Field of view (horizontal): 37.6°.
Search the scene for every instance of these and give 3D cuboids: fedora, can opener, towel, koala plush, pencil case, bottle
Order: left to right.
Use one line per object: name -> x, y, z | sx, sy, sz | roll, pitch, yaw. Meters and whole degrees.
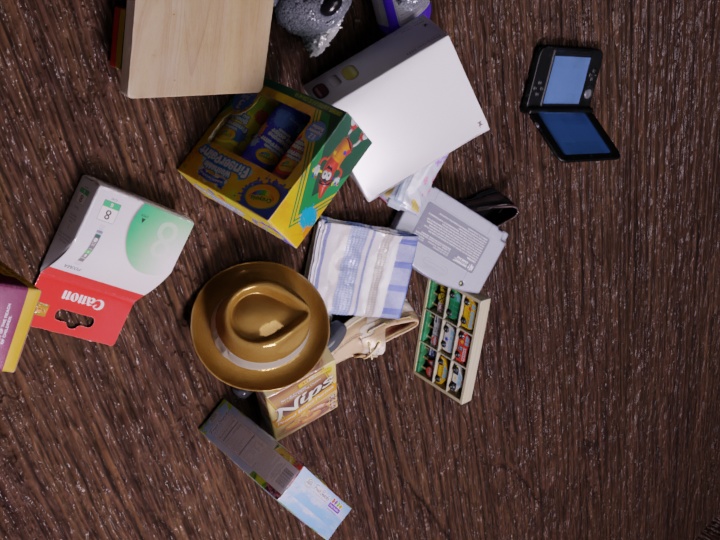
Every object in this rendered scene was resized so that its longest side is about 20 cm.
fedora -> -0.133, 0.069, 1.459 | 0.200, 0.201, 0.082 | -42, 178, -22
can opener -> -0.107, 0.129, 1.612 | 0.199, 0.067, 0.054 | -37, 137, -26
koala plush -> -0.036, -0.378, 1.347 | 0.200, 0.184, 0.177 | -46, 131, 13
towel -> 0.000, 0.000, 1.644 | 0.198, 0.024, 0.149 | 8, 99, -36
bottle -> 0.060, -0.374, 1.499 | 0.083, 0.065, 0.201 | -44, 138, -24
pencil case -> 0.097, -0.185, 1.630 | 0.082, 0.091, 0.202 | 26, 95, -12

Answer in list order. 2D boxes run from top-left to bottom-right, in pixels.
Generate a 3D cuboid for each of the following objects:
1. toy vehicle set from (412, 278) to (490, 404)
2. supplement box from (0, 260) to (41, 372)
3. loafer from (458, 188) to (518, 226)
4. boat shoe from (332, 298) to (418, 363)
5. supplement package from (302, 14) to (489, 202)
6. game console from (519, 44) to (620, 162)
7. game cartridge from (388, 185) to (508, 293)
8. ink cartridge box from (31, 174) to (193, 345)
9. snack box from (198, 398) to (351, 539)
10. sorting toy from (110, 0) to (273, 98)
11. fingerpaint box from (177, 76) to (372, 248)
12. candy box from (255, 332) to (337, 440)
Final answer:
toy vehicle set -> 0.157, 0.116, 1.846 | 0.026, 0.124, 0.202 | -15, 122, -41
supplement box -> -0.466, 0.031, 1.120 | 0.199, 0.130, 0.104 | 12, 102, -50
loafer -> 0.191, -0.084, 1.813 | 0.199, 0.063, 0.073 | -29, 131, -33
boat shoe -> 0.017, 0.106, 1.719 | 0.199, 0.069, 0.074 | -32, 160, -31
supplement package -> 0.049, -0.225, 1.456 | 0.199, 0.111, 0.157 | -31, 122, 0
game console -> 0.387, -0.294, 1.860 | 0.199, 0.116, 0.178 | -8, 118, -45
game cartridge -> 0.138, -0.049, 1.742 | 0.199, 0.041, 0.134 | 30, 86, -25
ink cartridge box -> -0.317, -0.001, 1.327 | 0.160, 0.050, 0.202 | 22, 93, -51
snack box -> -0.128, 0.298, 1.586 | 0.068, 0.199, 0.169 | -50, 140, -12
sorting toy -> -0.200, -0.315, 1.250 | 0.197, 0.069, 0.202 | -12, 120, -43
fingerpaint box -> -0.113, -0.145, 1.342 | 0.168, 0.199, 0.073 | -54, 139, -7
candy box -> -0.096, 0.178, 1.588 | 0.115, 0.056, 0.201 | -29, 157, -14
